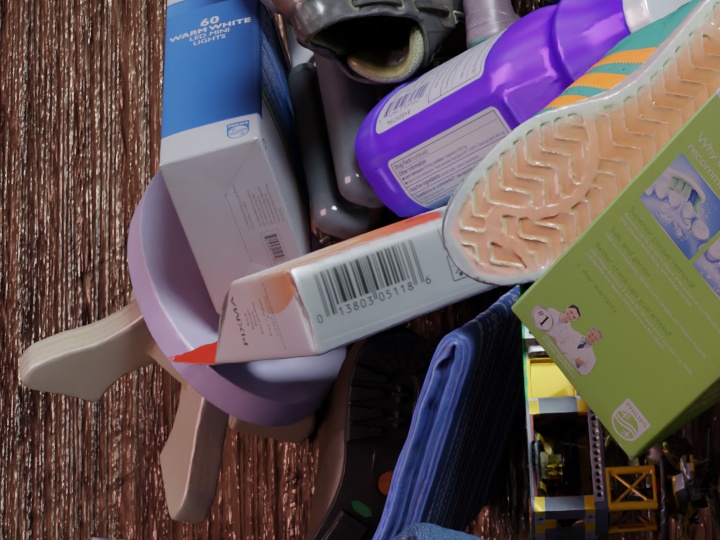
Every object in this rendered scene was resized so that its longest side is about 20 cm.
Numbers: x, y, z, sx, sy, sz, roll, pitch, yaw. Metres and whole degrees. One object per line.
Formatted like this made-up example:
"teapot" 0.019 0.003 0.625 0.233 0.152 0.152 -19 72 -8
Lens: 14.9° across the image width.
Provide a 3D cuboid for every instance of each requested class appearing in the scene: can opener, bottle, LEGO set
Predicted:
"can opener" -0.031 -0.108 1.490 0.053 0.066 0.201 -50 36 37
"bottle" 0.086 -0.091 1.371 0.199 0.084 0.065 -27 102 42
"LEGO set" 0.132 0.074 1.247 0.154 0.115 0.201 85 -176 -46

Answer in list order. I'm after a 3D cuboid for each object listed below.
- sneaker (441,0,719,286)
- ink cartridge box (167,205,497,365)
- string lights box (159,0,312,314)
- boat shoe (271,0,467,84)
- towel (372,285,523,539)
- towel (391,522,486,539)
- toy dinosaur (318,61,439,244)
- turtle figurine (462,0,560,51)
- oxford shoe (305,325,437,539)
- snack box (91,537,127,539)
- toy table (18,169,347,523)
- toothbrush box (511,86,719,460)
"sneaker" 0.119 -0.060 1.239 0.072 0.199 0.080 54 174 -3
"ink cartridge box" 0.000 0.000 1.402 0.200 0.161 0.051 -2 106 64
"string lights box" -0.067 -0.079 1.526 0.201 0.059 0.103 -94 -13 -56
"boat shoe" 0.009 -0.128 1.434 0.071 0.200 0.066 -23 72 24
"towel" 0.049 0.075 1.334 0.200 0.024 0.146 -33 -38 -70
"towel" 0.087 0.172 1.170 0.112 0.199 0.049 -52 25 45
"toy dinosaur" 0.000 -0.064 1.549 0.200 0.077 0.103 -46 30 43
"turtle figurine" 0.071 -0.220 1.437 0.150 0.100 0.201 129 132 -62
"oxford shoe" 0.005 0.128 1.504 0.084 0.072 0.202 -144 68 -77
"snack box" -0.113 0.242 1.636 0.200 0.053 0.143 3 83 62
"toy table" -0.091 0.041 1.573 0.201 0.183 0.117 -90 26 -51
"toothbrush box" 0.175 -0.031 1.098 0.086 0.145 0.200 50 136 11
